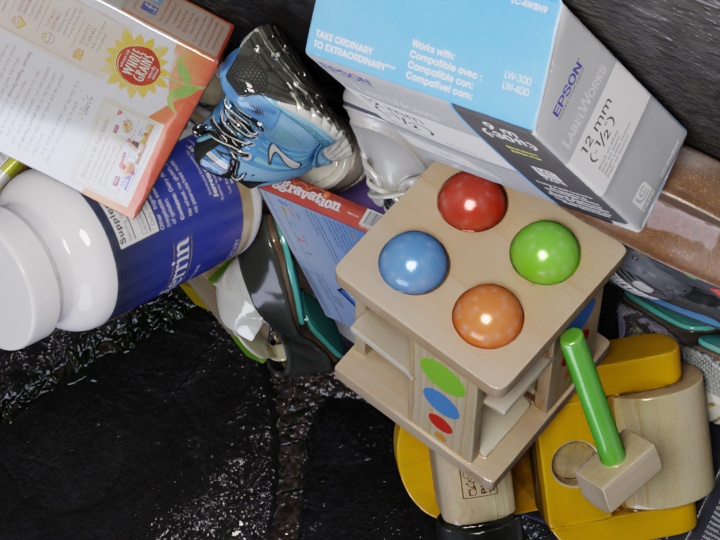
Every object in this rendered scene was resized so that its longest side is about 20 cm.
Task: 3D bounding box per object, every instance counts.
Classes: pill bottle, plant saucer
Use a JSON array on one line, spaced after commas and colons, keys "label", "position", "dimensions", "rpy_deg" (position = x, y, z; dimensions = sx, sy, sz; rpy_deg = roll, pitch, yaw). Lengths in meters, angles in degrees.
[{"label": "pill bottle", "position": [-0.173, -0.028, 1.749], "dimensions": [0.116, 0.200, 0.116], "rpy_deg": [28, 132, 37]}, {"label": "plant saucer", "position": [0.176, -0.034, 1.422], "dimensions": [0.200, 0.037, 0.200], "rpy_deg": [27, 173, 4]}]

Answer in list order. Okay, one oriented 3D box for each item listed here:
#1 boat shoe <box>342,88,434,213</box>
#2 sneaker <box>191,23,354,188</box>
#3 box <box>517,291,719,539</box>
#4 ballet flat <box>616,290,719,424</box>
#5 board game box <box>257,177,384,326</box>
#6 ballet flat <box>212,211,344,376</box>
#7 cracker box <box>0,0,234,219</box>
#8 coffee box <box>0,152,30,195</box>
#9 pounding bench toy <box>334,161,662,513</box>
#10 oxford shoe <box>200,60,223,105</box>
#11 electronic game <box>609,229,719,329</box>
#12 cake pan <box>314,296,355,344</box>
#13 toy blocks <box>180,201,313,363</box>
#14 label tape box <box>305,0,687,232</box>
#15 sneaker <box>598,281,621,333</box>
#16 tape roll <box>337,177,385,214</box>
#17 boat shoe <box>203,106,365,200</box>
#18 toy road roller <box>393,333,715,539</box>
[{"label": "boat shoe", "position": [0.034, -0.062, 1.637], "dimensions": [0.072, 0.066, 0.200], "rpy_deg": [24, 173, 23]}, {"label": "sneaker", "position": [-0.060, -0.085, 1.614], "dimensions": [0.078, 0.090, 0.200], "rpy_deg": [57, 180, 14]}, {"label": "box", "position": [0.234, 0.127, 1.825], "dimensions": [0.104, 0.182, 0.200], "rpy_deg": [29, 174, -29]}, {"label": "ballet flat", "position": [0.234, 0.063, 1.723], "dimensions": [0.072, 0.072, 0.200], "rpy_deg": [30, 180, -30]}, {"label": "board game box", "position": [0.000, 0.000, 1.778], "dimensions": [0.103, 0.019, 0.200], "rpy_deg": [24, 162, 23]}, {"label": "ballet flat", "position": [-0.064, 0.028, 1.874], "dimensions": [0.068, 0.068, 0.200], "rpy_deg": [-17, 148, 4]}, {"label": "cracker box", "position": [-0.198, -0.138, 1.645], "dimensions": [0.200, 0.134, 0.058], "rpy_deg": [27, -148, -7]}, {"label": "coffee box", "position": [-0.308, -0.111, 1.830], "dimensions": [0.200, 0.198, 0.200], "rpy_deg": [41, 174, 5]}, {"label": "pounding bench toy", "position": [0.099, 0.042, 1.555], "dimensions": [0.200, 0.124, 0.156], "rpy_deg": [36, 157, 17]}, {"label": "oxford shoe", "position": [-0.174, -0.151, 1.718], "dimensions": [0.200, 0.074, 0.071], "rpy_deg": [28, 173, -14]}, {"label": "electronic game", "position": [0.173, -0.008, 1.624], "dimensions": [0.200, 0.042, 0.200], "rpy_deg": [27, 173, 3]}, {"label": "cake pan", "position": [0.045, 0.030, 2.077], "dimensions": [0.200, 0.037, 0.200], "rpy_deg": [21, -158, -9]}, {"label": "toy blocks", "position": [-0.081, -0.045, 1.957], "dimensions": [0.100, 0.137, 0.200], "rpy_deg": [21, 153, 55]}, {"label": "label tape box", "position": [0.054, -0.099, 1.272], "dimensions": [0.143, 0.066, 0.200], "rpy_deg": [22, 174, 34]}, {"label": "sneaker", "position": [0.122, 0.056, 1.805], "dimensions": [0.080, 0.074, 0.200], "rpy_deg": [33, 137, 20]}, {"label": "tape roll", "position": [0.053, -0.010, 1.899], "dimensions": [0.200, 0.085, 0.200], "rpy_deg": [25, 174, 3]}, {"label": "boat shoe", "position": [-0.052, -0.080, 1.811], "dimensions": [0.059, 0.072, 0.200], "rpy_deg": [17, 172, -36]}, {"label": "toy road roller", "position": [0.121, 0.105, 1.711], "dimensions": [0.200, 0.123, 0.146], "rpy_deg": [-9, -163, -3]}]
